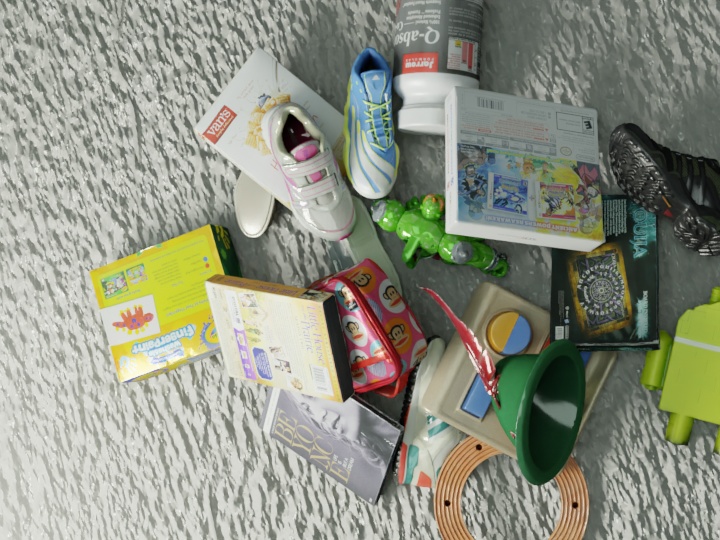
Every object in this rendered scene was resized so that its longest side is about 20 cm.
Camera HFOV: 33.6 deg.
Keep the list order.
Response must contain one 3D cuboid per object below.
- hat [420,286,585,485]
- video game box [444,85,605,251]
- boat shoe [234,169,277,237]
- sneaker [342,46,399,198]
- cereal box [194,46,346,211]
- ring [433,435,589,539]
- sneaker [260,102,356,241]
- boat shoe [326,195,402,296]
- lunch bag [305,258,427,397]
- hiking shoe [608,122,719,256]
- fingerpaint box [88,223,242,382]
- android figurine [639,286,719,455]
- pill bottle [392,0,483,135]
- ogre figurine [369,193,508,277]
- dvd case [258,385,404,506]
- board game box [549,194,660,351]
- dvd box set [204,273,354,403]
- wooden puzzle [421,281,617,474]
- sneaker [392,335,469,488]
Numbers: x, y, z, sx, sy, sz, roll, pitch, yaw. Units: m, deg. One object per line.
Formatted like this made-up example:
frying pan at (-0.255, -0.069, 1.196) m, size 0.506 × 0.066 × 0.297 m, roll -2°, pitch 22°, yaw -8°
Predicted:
hat at (0.165, 0.144, 1.467) m, size 0.175 × 0.165 × 0.202 m, roll 10°, pitch 86°, yaw 35°
video game box at (0.203, -0.125, 1.481) m, size 0.198 × 0.047 × 0.184 m, roll 7°, pitch 67°, yaw -15°
boat shoe at (-0.138, -0.148, 1.665) m, size 0.066 × 0.057 × 0.202 m, roll -1°, pitch 93°, yaw 21°
sneaker at (0.010, -0.199, 1.548) m, size 0.075 × 0.105 × 0.202 m, roll -5°, pitch 66°, yaw 0°
cereal box at (-0.105, -0.182, 1.611) m, size 0.199 × 0.040 × 0.144 m, roll 38°, pitch 85°, yaw -4°
ring at (0.193, 0.299, 1.535) m, size 0.198 × 0.019 × 0.203 m, roll 0°, pitch 90°, yaw 5°
sneaker at (-0.069, -0.130, 1.545) m, size 0.081 × 0.088 × 0.201 m, roll -30°, pitch 88°, yaw -7°
boat shoe at (0.000, 0.000, 1.616) m, size 0.062 × 0.072 × 0.202 m, roll -21°, pitch 88°, yaw 59°
lunch bag at (-0.004, 0.087, 1.541) m, size 0.177 × 0.082 × 0.200 m, roll 58°, pitch 146°, yaw -4°
hiking shoe at (0.393, -0.112, 1.477) m, size 0.200 × 0.076 × 0.101 m, roll 47°, pitch 58°, yaw 2°
fingerpaint box at (-0.260, 0.048, 1.678) m, size 0.198 × 0.073 × 0.168 m, roll -21°, pitch 82°, yaw 15°
android figurine at (0.441, 0.123, 1.471) m, size 0.180 × 0.041 × 0.202 m, roll 12°, pitch 92°, yaw 18°
pill bottle at (0.100, -0.282, 1.557) m, size 0.115 × 0.116 × 0.202 m, roll 2°, pitch 88°, yaw 17°
ogre figurine at (0.092, -0.046, 1.547) m, size 0.098 × 0.120 × 0.200 m, roll -46°, pitch 77°, yaw 10°
dvd case at (-0.043, 0.209, 1.589) m, size 0.199 × 0.016 × 0.150 m, roll 32°, pitch 130°, yaw 19°
board game box at (0.306, 0.002, 1.494) m, size 0.134 × 0.028 × 0.202 m, roll -1°, pitch 69°, yaw 17°
dvd box set at (-0.105, 0.085, 1.529) m, size 0.198 × 0.029 × 0.148 m, roll 8°, pitch 121°, yaw 36°
wooden puzzle at (0.202, 0.136, 1.510) m, size 0.199 × 0.046 × 0.187 m, roll 27°, pitch 85°, yaw 5°
sneaker at (0.103, 0.189, 1.571) m, size 0.092 × 0.070 × 0.202 m, roll 12°, pitch 87°, yaw -4°
